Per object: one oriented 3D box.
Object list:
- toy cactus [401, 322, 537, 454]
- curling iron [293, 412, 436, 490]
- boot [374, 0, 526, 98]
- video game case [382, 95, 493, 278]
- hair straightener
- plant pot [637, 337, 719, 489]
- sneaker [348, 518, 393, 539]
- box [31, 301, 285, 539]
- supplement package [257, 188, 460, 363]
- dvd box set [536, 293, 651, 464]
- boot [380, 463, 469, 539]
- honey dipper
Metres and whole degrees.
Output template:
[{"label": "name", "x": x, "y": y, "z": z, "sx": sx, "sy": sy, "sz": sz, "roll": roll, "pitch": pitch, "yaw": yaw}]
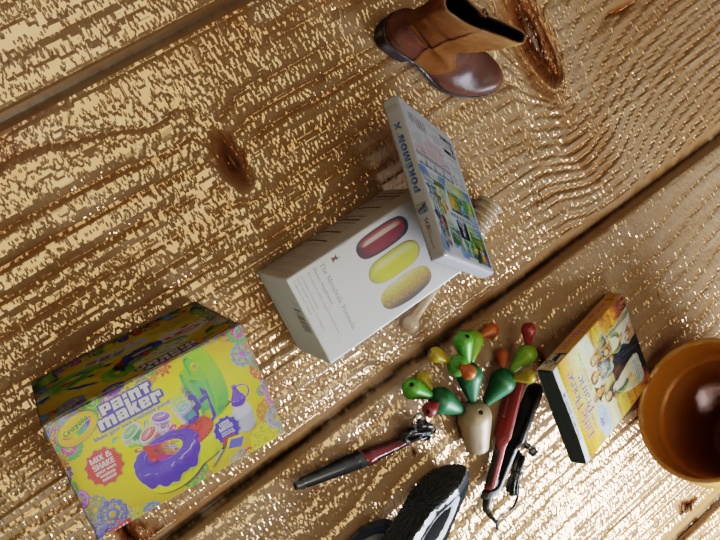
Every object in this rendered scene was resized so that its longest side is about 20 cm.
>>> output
[{"label": "toy cactus", "x": 0.151, "y": 0.157, "z": 1.096, "sx": 0.198, "sy": 0.102, "sz": 0.168, "roll": -18, "pitch": 110, "yaw": -30}, {"label": "curling iron", "x": 0.006, "y": 0.226, "z": 1.060, "sx": 0.197, "sy": 0.026, "sz": 0.050, "roll": -19, "pitch": 138, "yaw": -18}, {"label": "boot", "x": 0.132, "y": -0.264, "z": 0.987, "sx": 0.186, "sy": 0.199, "sz": 0.069, "roll": 28, "pitch": 83, "yaw": -23}, {"label": "video game case", "x": 0.093, "y": -0.088, "z": 0.979, "sx": 0.022, "sy": 0.199, "sz": 0.185, "roll": -21, "pitch": 77, "yaw": 20}, {"label": "hair straightener", "x": 0.213, "y": 0.249, "z": 1.148, "sx": 0.076, "sy": 0.041, "sz": 0.203, "roll": 18, "pitch": 81, "yaw": -25}, {"label": "plant pot", "x": 0.532, "y": 0.221, "z": 1.225, "sx": 0.182, "sy": 0.199, "sz": 0.203, "roll": 26, "pitch": 83, "yaw": -40}, {"label": "sneaker", "x": -0.010, "y": 0.392, "z": 1.037, "sx": 0.200, "sy": 0.082, "sz": 0.071, "roll": -44, "pitch": 110, "yaw": -20}, {"label": "box", "x": -0.212, "y": 0.138, "z": 0.866, "sx": 0.198, "sy": 0.192, "sz": 0.124, "roll": -26, "pitch": 104, "yaw": -19}, {"label": "supplement package", "x": 0.000, "y": 0.000, "z": 0.997, "sx": 0.199, "sy": 0.109, "sz": 0.115, "roll": -34, "pitch": 107, "yaw": -18}, {"label": "dvd box set", "x": 0.324, "y": 0.143, "z": 1.165, "sx": 0.199, "sy": 0.029, "sz": 0.148, "roll": -35, "pitch": 109, "yaw": -38}, {"label": "boot", "x": 0.113, "y": 0.378, "z": 1.099, "sx": 0.164, "sy": 0.065, "sz": 0.202, "roll": -39, "pitch": 114, "yaw": -34}, {"label": "honey dipper", "x": 0.114, "y": -0.004, "z": 1.092, "sx": 0.038, "sy": 0.038, "sz": 0.202, "roll": 36, "pitch": 83, "yaw": -22}]
